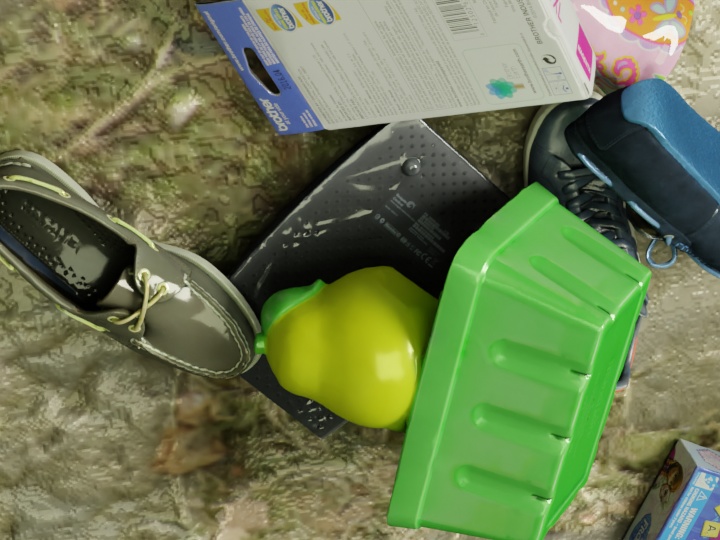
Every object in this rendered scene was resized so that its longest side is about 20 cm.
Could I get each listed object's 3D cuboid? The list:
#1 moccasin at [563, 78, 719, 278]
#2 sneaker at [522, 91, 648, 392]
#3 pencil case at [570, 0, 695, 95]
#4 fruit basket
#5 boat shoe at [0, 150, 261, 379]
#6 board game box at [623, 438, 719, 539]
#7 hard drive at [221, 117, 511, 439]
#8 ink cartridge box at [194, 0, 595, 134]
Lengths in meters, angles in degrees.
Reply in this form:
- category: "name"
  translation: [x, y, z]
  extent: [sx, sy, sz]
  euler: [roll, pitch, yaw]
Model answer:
- category: "moccasin"
  translation: [0.191, -0.053, 1.004]
  extent: [0.068, 0.081, 0.200]
  euler: [-18, 138, 30]
- category: "sneaker"
  translation: [0.149, -0.013, 1.039]
  extent: [0.075, 0.085, 0.200]
  euler: [-12, 116, -5]
- category: "pencil case"
  translation: [0.097, -0.173, 0.959]
  extent: [0.200, 0.087, 0.087]
  euler: [25, 108, -20]
- category: "fruit basket"
  translation: [0.048, 0.050, 0.994]
  extent: [0.215, 0.156, 0.216]
  euler: [11, 115, 25]
- category: "boat shoe"
  translation: [-0.147, 0.005, 0.983]
  extent: [0.202, 0.060, 0.072]
  euler: [36, 104, -8]
- category: "board game box"
  translation: [0.277, 0.240, 1.203]
  extent: [0.199, 0.041, 0.200]
  euler: [18, 110, -18]
- category: "hard drive"
  translation: [0.000, 0.000, 1.041]
  extent: [0.135, 0.042, 0.200]
  euler: [40, 103, -23]
- category: "ink cartridge box"
  translation: [0.020, -0.136, 0.931]
  extent: [0.200, 0.042, 0.119]
  euler: [-7, 142, 25]
